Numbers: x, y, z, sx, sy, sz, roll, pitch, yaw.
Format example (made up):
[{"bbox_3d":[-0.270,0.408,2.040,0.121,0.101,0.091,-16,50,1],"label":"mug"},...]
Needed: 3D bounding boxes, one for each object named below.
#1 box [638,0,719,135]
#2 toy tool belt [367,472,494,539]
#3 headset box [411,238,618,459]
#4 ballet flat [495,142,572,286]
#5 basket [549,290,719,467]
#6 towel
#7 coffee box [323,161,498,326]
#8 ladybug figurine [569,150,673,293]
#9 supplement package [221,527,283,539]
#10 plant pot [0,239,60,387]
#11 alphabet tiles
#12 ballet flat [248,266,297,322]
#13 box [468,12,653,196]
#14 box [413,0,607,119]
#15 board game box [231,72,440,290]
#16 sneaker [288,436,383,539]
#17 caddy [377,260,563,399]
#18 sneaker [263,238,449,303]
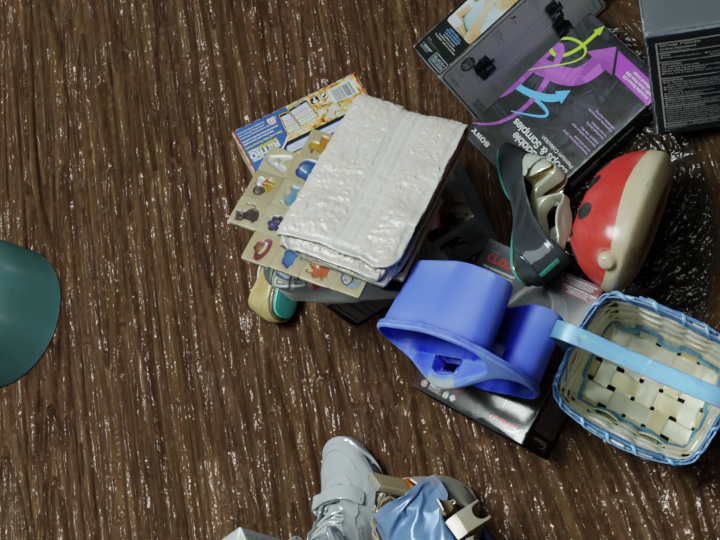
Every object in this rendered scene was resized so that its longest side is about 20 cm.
[{"bbox_3d":[0.378,-0.243,1.252,0.199,0.198,0.124,-7,67,14],"label":"box"},{"bbox_3d":[0.087,0.282,1.268,0.125,0.123,0.200,-46,57,5],"label":"toy tool belt"},{"bbox_3d":[0.169,0.071,1.335,0.148,0.075,0.201,26,85,34],"label":"headset box"},{"bbox_3d":[0.186,-0.070,1.322,0.073,0.073,0.201,-20,44,20],"label":"ballet flat"},{"bbox_3d":[0.269,0.101,1.184,0.176,0.200,0.140,25,82,19],"label":"basket"},{"bbox_3d":[0.012,-0.085,1.276,0.132,0.035,0.201,19,65,18],"label":"towel"},{"bbox_3d":[0.039,-0.040,1.446,0.199,0.080,0.114,-31,60,15],"label":"coffee box"},{"bbox_3d":[0.258,-0.053,1.271,0.072,0.200,0.137,19,119,15],"label":"ladybug figurine"},{"bbox_3d":[-0.119,0.402,1.340,0.155,0.111,0.201,-36,58,12],"label":"supplement package"},{"bbox_3d":[-0.524,0.039,1.675,0.199,0.161,0.202,-10,67,25],"label":"plant pot"},{"bbox_3d":[-0.026,-0.060,1.292,0.199,0.006,0.167,19,66,19],"label":"alphabet tiles"},{"bbox_3d":[-0.085,-0.037,1.524,0.063,0.069,0.201,10,75,45],"label":"ballet flat"},{"bbox_3d":[0.229,-0.173,1.422,0.200,0.036,0.143,-44,57,8],"label":"box"},{"bbox_3d":[0.171,-0.277,1.448,0.200,0.117,0.060,-42,55,10],"label":"box"},{"bbox_3d":[-0.028,-0.097,1.345,0.151,0.046,0.201,-26,59,-5],"label":"board game box"},{"bbox_3d":[-0.025,0.262,1.338,0.075,0.115,0.201,-24,61,27],"label":"sneaker"},{"bbox_3d":[0.101,0.067,1.225,0.105,0.141,0.200,-62,21,-11],"label":"caddy"},{"bbox_3d":[0.000,0.000,1.363,0.198,0.087,0.075,2,69,11],"label":"sneaker"}]
